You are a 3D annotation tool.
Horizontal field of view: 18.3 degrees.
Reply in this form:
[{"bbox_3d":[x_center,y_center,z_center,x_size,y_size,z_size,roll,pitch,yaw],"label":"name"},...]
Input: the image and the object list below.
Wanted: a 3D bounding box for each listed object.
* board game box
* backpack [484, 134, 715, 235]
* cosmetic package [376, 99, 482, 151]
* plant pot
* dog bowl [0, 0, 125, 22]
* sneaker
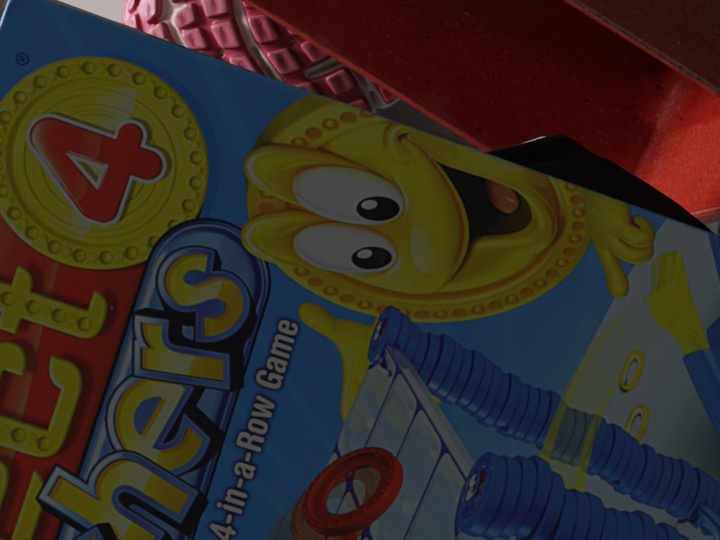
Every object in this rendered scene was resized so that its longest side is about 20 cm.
[{"bbox_3d":[-0.002,0.077,0.395,0.056,0.196,0.200,134,154,-72],"label":"board game box"},{"bbox_3d":[-0.009,0.067,0.557,0.177,0.151,0.200,-16,-51,-48],"label":"backpack"},{"bbox_3d":[0.000,0.000,0.900,0.103,0.087,0.200,-104,31,-52],"label":"cosmetic package"},{"bbox_3d":[0.057,-0.139,0.587,0.176,0.200,0.200,-59,7,-6],"label":"plant pot"},{"bbox_3d":[-0.093,-0.159,0.985,0.200,0.059,0.200,-19,66,50],"label":"dog bowl"},{"bbox_3d":[0.014,-0.094,0.800,0.075,0.200,0.081,-153,51,-85],"label":"sneaker"}]
